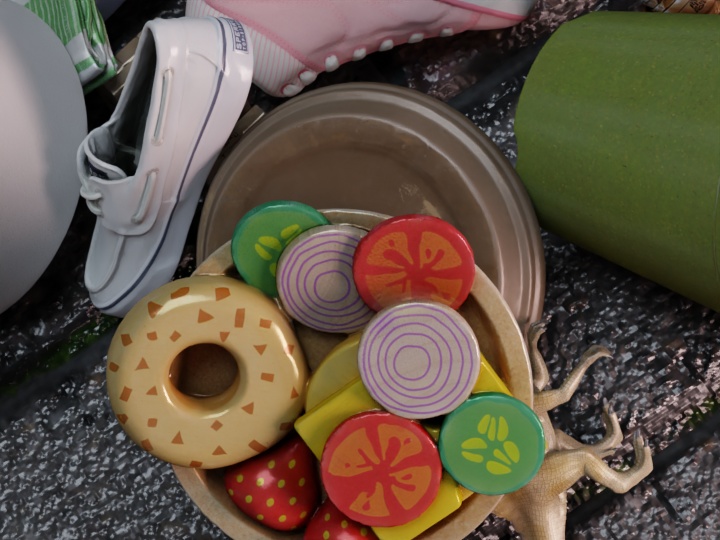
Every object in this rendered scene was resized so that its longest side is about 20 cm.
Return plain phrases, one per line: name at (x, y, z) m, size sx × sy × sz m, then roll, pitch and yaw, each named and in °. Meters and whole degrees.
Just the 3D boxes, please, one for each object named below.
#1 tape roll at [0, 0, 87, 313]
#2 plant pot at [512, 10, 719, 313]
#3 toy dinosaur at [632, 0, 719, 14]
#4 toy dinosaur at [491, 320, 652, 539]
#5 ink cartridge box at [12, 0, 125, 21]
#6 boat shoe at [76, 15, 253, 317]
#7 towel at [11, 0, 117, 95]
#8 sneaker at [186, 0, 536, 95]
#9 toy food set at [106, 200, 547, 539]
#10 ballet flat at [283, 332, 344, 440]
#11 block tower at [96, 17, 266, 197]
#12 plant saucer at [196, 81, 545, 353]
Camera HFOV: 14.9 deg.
tape roll at (-0.271, -0.073, 1.535) m, size 0.203 × 0.139 × 0.203 m, roll -8°, pitch 75°, yaw 33°
plant pot at (0.188, -0.058, 1.440) m, size 0.190 × 0.200 × 0.200 m, roll 16°, pitch 68°, yaw 35°
toy dinosaur at (0.173, -0.176, 1.522) m, size 0.200 × 0.102 × 0.136 m, roll -41°, pitch 69°, yaw 1°
toy dinosaur at (0.095, 0.101, 1.435) m, size 0.101 × 0.058 × 0.200 m, roll -20°, pitch 94°, yaw -10°
ink cartridge box at (-0.173, -0.204, 1.634) m, size 0.200 × 0.042 × 0.119 m, roll -45°, pitch 58°, yaw 20°
boat shoe at (-0.123, -0.059, 1.509) m, size 0.065 × 0.200 × 0.074 m, roll 6°, pitch 35°, yaw -28°
towel at (-0.225, -0.164, 1.624) m, size 0.153 × 0.023 × 0.200 m, roll -32°, pitch 63°, yaw 26°
sneaker at (-0.005, -0.147, 1.574) m, size 0.200 × 0.105 × 0.075 m, roll 10°, pitch 25°, yaw -15°
toy food set at (-0.010, 0.060, 1.375) m, size 0.198 × 0.049 × 0.200 m, roll -36°, pitch 99°, yaw 14°
ballet flat at (-0.023, 0.059, 1.435) m, size 0.074 × 0.074 × 0.200 m, roll 35°, pitch 107°, yaw 27°
block tower at (-0.071, -0.065, 1.569) m, size 0.058 × 0.054 × 0.200 m, roll -45°, pitch 61°, yaw -9°
plant saucer at (0.000, 0.000, 1.471) m, size 0.200 × 0.029 × 0.200 m, roll 3°, pitch 99°, yaw 21°
